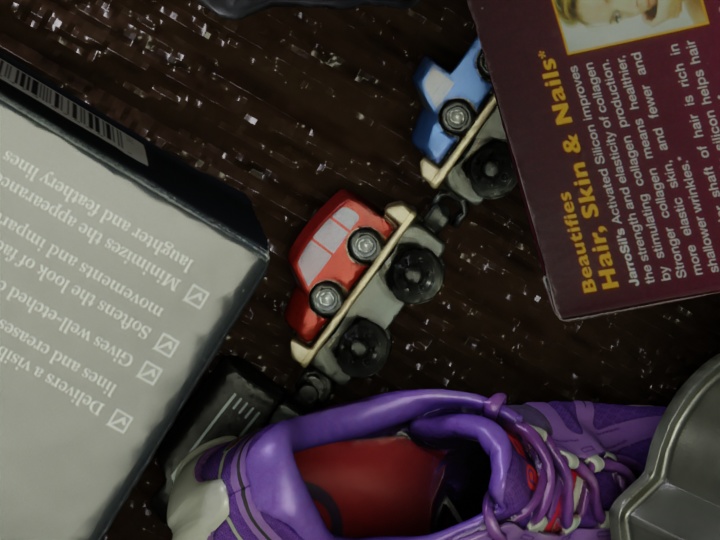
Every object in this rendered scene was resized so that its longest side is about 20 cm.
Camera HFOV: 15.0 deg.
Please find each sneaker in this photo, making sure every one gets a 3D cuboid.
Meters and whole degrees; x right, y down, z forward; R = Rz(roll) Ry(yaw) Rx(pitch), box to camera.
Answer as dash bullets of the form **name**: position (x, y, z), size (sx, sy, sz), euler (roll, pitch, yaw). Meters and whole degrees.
- **sneaker**: position (0.046, 0.070, 0.796), size (0.200, 0.083, 0.081), euler (-2, 70, -28)

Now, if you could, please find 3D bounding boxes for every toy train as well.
- **toy train**: position (0.000, 0.000, 0.832), size (0.046, 0.034, 0.200), euler (36, 96, 0)

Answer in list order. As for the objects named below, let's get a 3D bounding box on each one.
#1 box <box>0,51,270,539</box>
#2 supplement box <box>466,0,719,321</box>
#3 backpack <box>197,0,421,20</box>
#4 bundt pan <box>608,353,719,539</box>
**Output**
- **box**: position (-0.141, 0.033, 0.785), size (0.148, 0.107, 0.200), euler (32, 95, -11)
- **supplement box**: position (0.140, -0.064, 0.741), size (0.200, 0.086, 0.111), euler (-11, 103, 32)
- **backpack**: position (0.039, -0.153, 0.662), size (0.200, 0.190, 0.154), euler (-22, 113, -13)
- **bundt pan**: position (0.168, 0.102, 0.804), size (0.201, 0.076, 0.202), euler (-9, 107, -30)
